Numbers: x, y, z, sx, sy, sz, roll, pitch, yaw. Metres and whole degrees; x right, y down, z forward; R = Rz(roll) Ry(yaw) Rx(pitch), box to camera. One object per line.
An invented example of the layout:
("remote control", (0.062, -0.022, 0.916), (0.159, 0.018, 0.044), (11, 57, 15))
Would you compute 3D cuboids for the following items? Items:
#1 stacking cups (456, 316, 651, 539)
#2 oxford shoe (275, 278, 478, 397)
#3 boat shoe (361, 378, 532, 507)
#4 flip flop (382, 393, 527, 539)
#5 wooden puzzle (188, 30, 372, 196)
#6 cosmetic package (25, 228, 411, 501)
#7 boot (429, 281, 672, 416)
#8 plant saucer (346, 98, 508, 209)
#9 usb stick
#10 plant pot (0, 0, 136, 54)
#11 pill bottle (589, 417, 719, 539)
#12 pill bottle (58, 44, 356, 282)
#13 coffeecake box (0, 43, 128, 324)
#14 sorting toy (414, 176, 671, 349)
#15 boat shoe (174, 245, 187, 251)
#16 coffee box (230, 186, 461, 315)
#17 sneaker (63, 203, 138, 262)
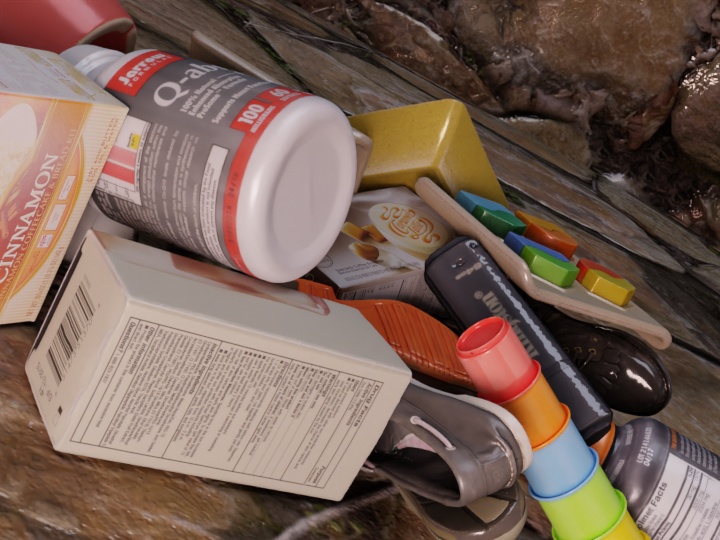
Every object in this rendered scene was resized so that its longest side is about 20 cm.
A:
("stacking cups", (0.124, 0.122, 0.810), (0.201, 0.060, 0.061), (57, 10, -16))
("oxford shoe", (0.005, 0.065, 0.890), (0.198, 0.073, 0.072), (19, 29, -20))
("boat shoe", (0.021, 0.103, 0.768), (0.057, 0.068, 0.199), (-30, 21, -33))
("flip flop", (0.066, 0.141, 0.804), (0.058, 0.080, 0.200), (62, -3, -19))
("wooden puzzle", (-0.092, -0.091, 1.072), (0.184, 0.201, 0.046), (32, 53, 9))
("cosmetic package", (-0.083, 0.060, 0.719), (0.198, 0.104, 0.087), (20, 18, -36))
("boot", (0.154, 0.081, 0.995), (0.198, 0.070, 0.174), (29, 21, 14))
("plant saucer", (0.026, -0.073, 1.146), (0.200, 0.197, 0.049), (54, 33, -56))
("usb stick", (0.114, 0.054, 0.905), (0.201, 0.055, 0.033), (56, 1, 33))
("plant pot", (-0.300, -0.213, 1.025), (0.177, 0.201, 0.200), (40, 17, 4))
("pill bottle", (0.236, 0.180, 0.904), (0.198, 0.107, 0.106), (30, 16, 1))
("pill bottle", (-0.111, -0.075, 0.772), (0.198, 0.117, 0.115), (20, 10, 27))
("coffeecake box", (-0.241, -0.047, 0.665), (0.073, 0.155, 0.199), (35, 17, 21))
("sorting toy", (0.159, -0.012, 1.041), (0.199, 0.037, 0.185), (22, 16, -37))
("boat shoe", (-0.114, -0.060, 0.947), (0.061, 0.073, 0.200), (7, -15, -7))
("coffee box", (0.000, 0.000, 1.004), (0.114, 0.080, 0.199), (38, 31, 30))
("sneaker", (-0.217, -0.037, 0.864), (0.086, 0.075, 0.200), (-2, 28, -34))
